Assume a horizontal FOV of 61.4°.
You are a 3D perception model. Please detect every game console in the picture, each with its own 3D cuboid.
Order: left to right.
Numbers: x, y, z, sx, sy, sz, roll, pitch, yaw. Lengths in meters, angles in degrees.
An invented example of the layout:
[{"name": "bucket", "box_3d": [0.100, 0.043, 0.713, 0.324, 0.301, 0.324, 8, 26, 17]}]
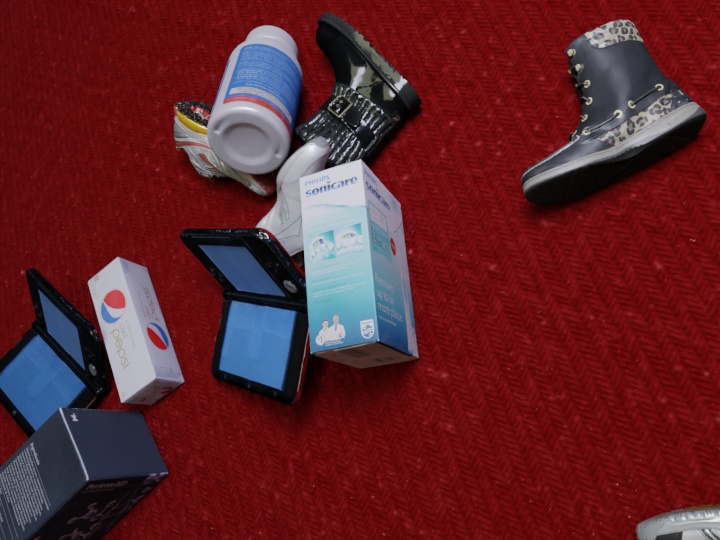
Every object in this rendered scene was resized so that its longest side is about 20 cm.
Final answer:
[{"name": "game console", "box_3d": [-0.474, 0.127, 0.895, 0.198, 0.118, 0.176, 32, 132, 27]}, {"name": "game console", "box_3d": [-0.151, 0.049, 0.740, 0.197, 0.174, 0.120, 4, 50, 46]}]

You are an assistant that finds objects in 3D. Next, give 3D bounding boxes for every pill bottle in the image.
[{"name": "pill bottle", "box_3d": [-0.136, -0.240, 0.826, 0.109, 0.113, 0.204, -10, 51, 21]}]

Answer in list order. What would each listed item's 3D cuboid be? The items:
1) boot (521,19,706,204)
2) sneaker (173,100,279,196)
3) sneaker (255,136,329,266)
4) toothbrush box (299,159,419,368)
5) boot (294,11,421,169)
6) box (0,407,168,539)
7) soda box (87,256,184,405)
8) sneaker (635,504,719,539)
[{"name": "boot", "box_3d": [0.254, -0.177, 0.680, 0.199, 0.074, 0.157, -24, 66, 10]}, {"name": "sneaker", "box_3d": [-0.196, -0.168, 0.887, 0.199, 0.077, 0.083, 38, 128, 19]}, {"name": "sneaker", "box_3d": [-0.074, -0.079, 0.775, 0.080, 0.070, 0.202, 42, 131, 13]}, {"name": "toothbrush box", "box_3d": [0.000, 0.000, 0.706, 0.083, 0.146, 0.206, -13, 70, 19]}, {"name": "boot", "box_3d": [-0.034, -0.235, 0.819, 0.158, 0.079, 0.212, -43, 64, 8]}, {"name": "box", "box_3d": [-0.385, 0.289, 0.802, 0.200, 0.148, 0.108, -43, 64, 8]}, {"name": "soda box", "box_3d": [-0.327, 0.086, 0.876, 0.067, 0.063, 0.203, -33, 65, 12]}, {"name": "sneaker", "box_3d": [0.348, 0.249, 0.524, 0.195, 0.075, 0.090, -12, 72, 22]}]
